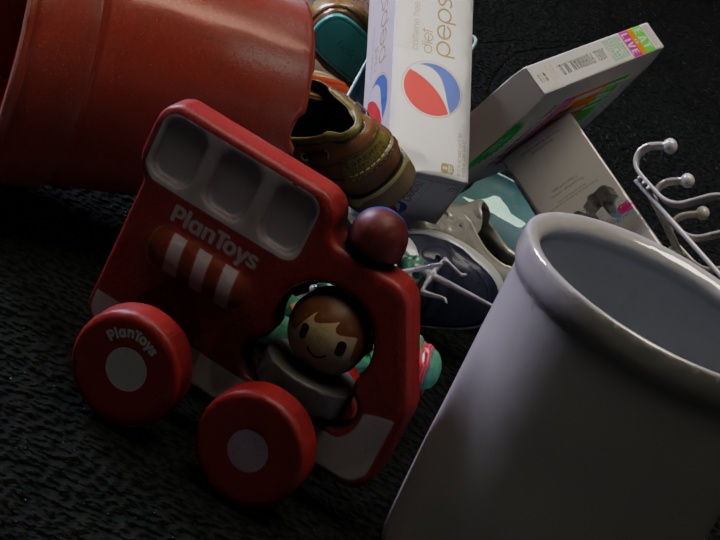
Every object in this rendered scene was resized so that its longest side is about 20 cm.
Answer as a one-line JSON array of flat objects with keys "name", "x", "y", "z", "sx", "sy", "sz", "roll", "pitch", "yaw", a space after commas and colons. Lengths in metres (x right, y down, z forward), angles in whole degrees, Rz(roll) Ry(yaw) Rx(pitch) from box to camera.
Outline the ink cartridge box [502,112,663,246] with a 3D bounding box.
[{"name": "ink cartridge box", "x": 0.196, "y": -0.007, "z": 1.419, "sx": 0.201, "sy": 0.068, "sz": 0.115, "roll": 60, "pitch": 7, "yaw": 26}]

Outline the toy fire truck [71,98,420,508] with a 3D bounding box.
[{"name": "toy fire truck", "x": -0.053, "y": 0.021, "z": 1.030, "sx": 0.199, "sy": 0.169, "sz": 0.112, "roll": 31, "pitch": 21, "yaw": 11}]

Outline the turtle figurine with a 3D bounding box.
[{"name": "turtle figurine", "x": -0.017, "y": 0.029, "z": 1.158, "sx": 0.198, "sy": 0.102, "sz": 0.150, "roll": 14, "pitch": 4, "yaw": 9}]

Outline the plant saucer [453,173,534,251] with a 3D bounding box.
[{"name": "plant saucer", "x": 0.105, "y": -0.037, "z": 1.550, "sx": 0.198, "sy": 0.036, "sz": 0.200, "roll": 23, "pitch": 22, "yaw": -10}]

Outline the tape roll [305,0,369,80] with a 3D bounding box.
[{"name": "tape roll", "x": -0.068, "y": -0.223, "z": 1.548, "sx": 0.071, "sy": 0.204, "sz": 0.202, "roll": 36, "pitch": 22, "yaw": 26}]

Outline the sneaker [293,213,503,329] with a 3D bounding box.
[{"name": "sneaker", "x": 0.000, "y": 0.000, "z": 1.282, "sx": 0.198, "sy": 0.071, "sz": 0.109, "roll": 22, "pitch": 15, "yaw": 5}]

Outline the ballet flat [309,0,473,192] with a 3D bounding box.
[{"name": "ballet flat", "x": 0.025, "y": -0.146, "z": 1.483, "sx": 0.200, "sy": 0.068, "sz": 0.073, "roll": 44, "pitch": 21, "yaw": -25}]

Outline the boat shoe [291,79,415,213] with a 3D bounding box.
[{"name": "boat shoe", "x": -0.035, "y": -0.104, "z": 1.292, "sx": 0.199, "sy": 0.072, "sz": 0.068, "roll": 24, "pitch": -23, "yaw": 52}]

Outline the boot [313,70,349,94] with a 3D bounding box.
[{"name": "boot", "x": -0.042, "y": -0.124, "z": 1.493, "sx": 0.107, "sy": 0.076, "sz": 0.199, "roll": 22, "pitch": 17, "yaw": 29}]

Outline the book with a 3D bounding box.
[{"name": "book", "x": 0.139, "y": -0.129, "z": 1.439, "sx": 0.199, "sy": 0.133, "sz": 0.048, "roll": -26, "pitch": 78, "yaw": -51}]

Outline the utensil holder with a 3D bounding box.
[{"name": "utensil holder", "x": 0.122, "y": 0.098, "z": 1.018, "sx": 0.169, "sy": 0.201, "sz": 0.170, "roll": 22, "pitch": 21, "yaw": -9}]

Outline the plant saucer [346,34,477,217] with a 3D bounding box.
[{"name": "plant saucer", "x": 0.019, "y": -0.112, "z": 1.390, "sx": 0.069, "sy": 0.019, "sz": 0.201, "roll": 25, "pitch": 60, "yaw": 3}]

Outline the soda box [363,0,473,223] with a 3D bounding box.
[{"name": "soda box", "x": 0.041, "y": -0.141, "z": 1.356, "sx": 0.063, "sy": 0.068, "sz": 0.202, "roll": 11, "pitch": 63, "yaw": -16}]

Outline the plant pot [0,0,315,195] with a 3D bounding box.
[{"name": "plant pot", "x": -0.144, "y": -0.131, "z": 1.209, "sx": 0.193, "sy": 0.202, "sz": 0.201, "roll": 12, "pitch": 24, "yaw": -21}]

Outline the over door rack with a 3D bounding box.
[{"name": "over door rack", "x": 0.275, "y": 0.009, "z": 1.352, "sx": 0.201, "sy": 0.066, "sz": 0.148, "roll": 65, "pitch": 10, "yaw": 28}]

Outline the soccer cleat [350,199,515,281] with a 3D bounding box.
[{"name": "soccer cleat", "x": 0.052, "y": -0.026, "z": 1.387, "sx": 0.199, "sy": 0.086, "sz": 0.069, "roll": 28, "pitch": 21, "yaw": 2}]
